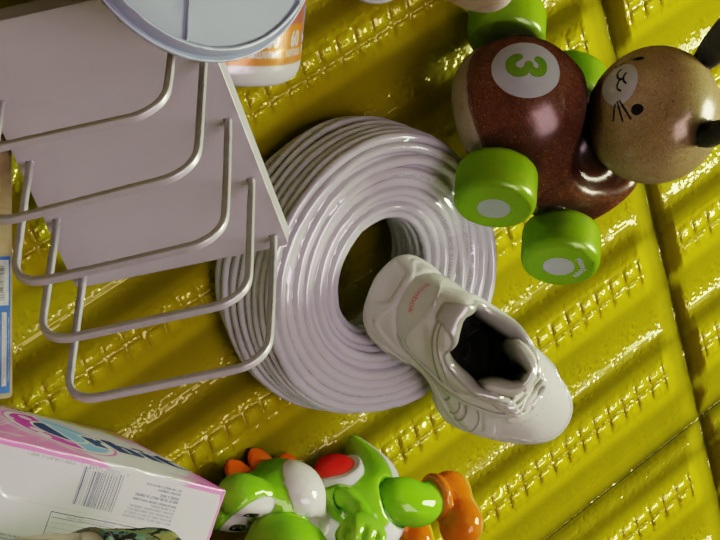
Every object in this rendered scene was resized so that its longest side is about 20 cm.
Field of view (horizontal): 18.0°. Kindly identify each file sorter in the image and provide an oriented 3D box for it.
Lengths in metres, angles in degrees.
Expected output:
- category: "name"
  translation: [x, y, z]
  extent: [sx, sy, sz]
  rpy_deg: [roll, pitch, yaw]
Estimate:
- category: "file sorter"
  translation: [-0.135, -0.044, 1.292]
  extent: [0.138, 0.125, 0.201]
  rpy_deg: [-12, 130, 10]

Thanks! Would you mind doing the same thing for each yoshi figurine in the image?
- category: "yoshi figurine"
  translation: [-0.016, 0.183, 1.539]
  extent: [0.199, 0.112, 0.113]
  rpy_deg: [6, 107, -38]

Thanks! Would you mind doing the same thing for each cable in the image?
- category: "cable"
  translation: [0.000, 0.000, 1.513]
  extent: [0.199, 0.069, 0.201]
  rpy_deg: [-31, 122, -28]

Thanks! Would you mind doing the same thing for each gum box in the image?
- category: "gum box"
  translation: [-0.188, 0.129, 1.369]
  extent: [0.199, 0.113, 0.067]
  rpy_deg: [19, 92, -41]

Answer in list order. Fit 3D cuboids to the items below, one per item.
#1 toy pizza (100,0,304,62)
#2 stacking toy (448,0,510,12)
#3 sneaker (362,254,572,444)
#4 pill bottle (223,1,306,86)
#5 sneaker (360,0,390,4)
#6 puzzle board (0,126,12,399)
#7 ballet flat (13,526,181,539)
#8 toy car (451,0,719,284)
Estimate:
- category: "toy pizza"
  translation: [-0.098, -0.209, 1.227]
  extent: [0.199, 0.032, 0.202]
  rpy_deg: [12, 73, -45]
- category: "stacking toy"
  translation: [0.112, -0.271, 1.520]
  extent: [0.200, 0.085, 0.085]
  rpy_deg: [-55, 131, -20]
- category: "sneaker"
  translation: [0.087, 0.069, 1.496]
  extent: [0.200, 0.099, 0.078]
  rpy_deg: [36, 83, -42]
- category: "pill bottle"
  translation: [-0.082, -0.216, 1.344]
  extent: [0.112, 0.112, 0.201]
  rpy_deg: [-6, 109, -38]
- category: "sneaker"
  translation: [0.002, -0.247, 1.395]
  extent: [0.075, 0.114, 0.201]
  rpy_deg: [-24, 118, -15]
- category: "puzzle board"
  translation: [-0.242, -0.022, 1.278]
  extent: [0.151, 0.017, 0.202]
  rpy_deg: [-5, 96, -66]
- category: "ballet flat"
  translation: [-0.195, 0.186, 1.278]
  extent: [0.199, 0.074, 0.074]
  rpy_deg: [-27, 129, 13]
- category: "toy car"
  translation: [0.175, -0.109, 1.500]
  extent: [0.158, 0.199, 0.165]
  rpy_deg: [38, 46, -41]
